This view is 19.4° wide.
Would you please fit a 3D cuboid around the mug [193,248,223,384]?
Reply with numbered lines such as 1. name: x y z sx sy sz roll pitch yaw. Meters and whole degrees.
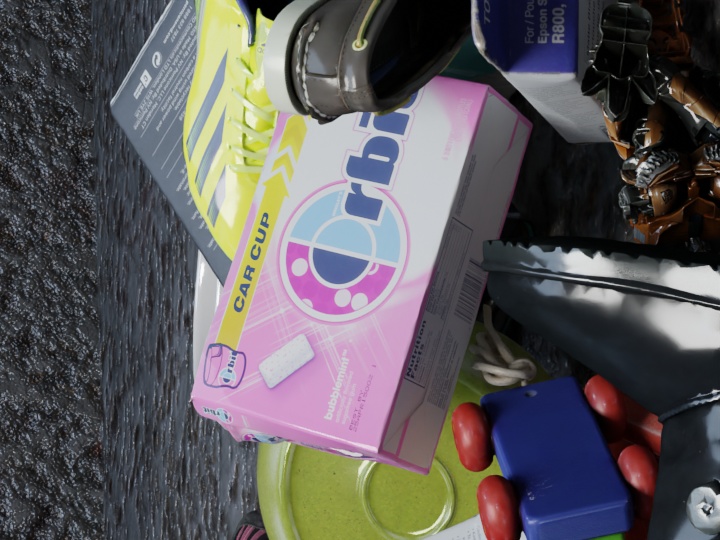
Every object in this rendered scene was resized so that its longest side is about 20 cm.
1. mug: -0.021 0.008 1.421 0.200 0.173 0.149 -117 33 -72

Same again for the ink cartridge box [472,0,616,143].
1. ink cartridge box: 0.099 -0.180 1.038 0.200 0.040 0.202 24 -115 -70

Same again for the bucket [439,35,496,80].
1. bucket: 0.025 -0.210 1.198 0.206 0.134 0.209 -14 70 42

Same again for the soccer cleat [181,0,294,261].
1. soccer cleat: -0.055 -0.100 1.112 0.084 0.064 0.203 -6 86 63

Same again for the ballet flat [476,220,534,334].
1. ballet flat: 0.058 0.052 1.322 0.068 0.068 0.202 -114 29 -63

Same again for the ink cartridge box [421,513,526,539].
1. ink cartridge box: 0.042 0.236 1.096 0.199 0.041 0.201 -27 51 21

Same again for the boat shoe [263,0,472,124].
1. boat shoe: 0.033 -0.132 1.032 0.060 0.201 0.072 12 130 33

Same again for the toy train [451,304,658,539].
1. toy train: 0.093 0.110 1.044 0.200 0.084 0.117 -107 7 -64

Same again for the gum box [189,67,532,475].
1. gum box: 0.000 0.000 1.068 0.066 0.113 0.202 30 -104 -60

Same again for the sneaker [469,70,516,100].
1. sneaker: 0.058 -0.140 1.344 0.201 0.072 0.113 106 161 -43

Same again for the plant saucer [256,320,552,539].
1. plant saucer: 0.030 0.124 1.179 0.031 0.198 0.202 -23 -61 -71

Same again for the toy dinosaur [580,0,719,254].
1. toy dinosaur: 0.143 -0.072 0.980 0.136 0.101 0.201 85 159 -67

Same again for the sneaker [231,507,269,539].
1. sneaker: -0.072 0.206 1.360 0.080 0.095 0.200 64 168 -3

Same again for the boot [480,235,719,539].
1. boot: 0.128 0.076 0.890 0.199 0.076 0.170 10 97 37

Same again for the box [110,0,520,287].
1. box: -0.029 -0.064 1.247 0.107 0.148 0.201 -55 53 28

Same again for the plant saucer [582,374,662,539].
1. plant saucer: 0.140 0.154 1.046 0.199 0.036 0.202 -160 73 -75
